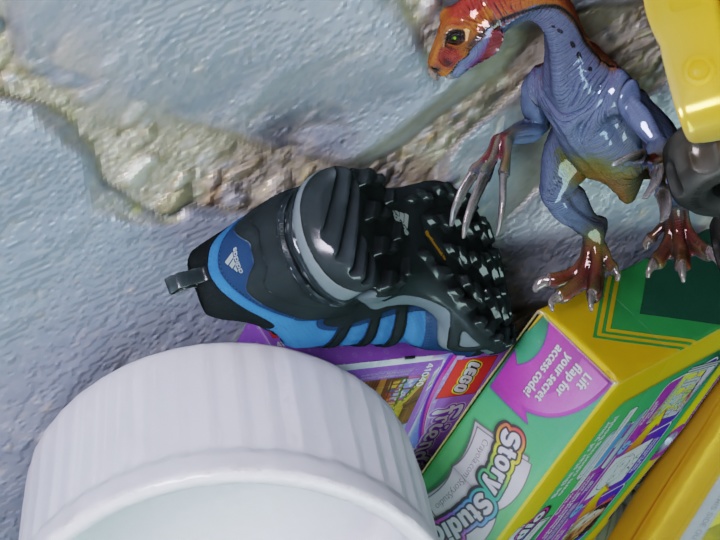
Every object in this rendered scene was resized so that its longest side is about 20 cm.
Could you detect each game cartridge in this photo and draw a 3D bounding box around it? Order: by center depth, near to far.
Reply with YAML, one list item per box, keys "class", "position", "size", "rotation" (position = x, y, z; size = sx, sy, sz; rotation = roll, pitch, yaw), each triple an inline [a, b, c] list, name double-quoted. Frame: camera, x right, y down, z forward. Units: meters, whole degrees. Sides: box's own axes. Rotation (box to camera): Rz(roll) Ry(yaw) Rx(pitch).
- class: "game cartridge"
  position: [0.223, 0.149, 1.386]
  size: [0.175, 0.033, 0.201]
  rotation: [13, 119, -26]

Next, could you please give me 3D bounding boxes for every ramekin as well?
- class: "ramekin"
  position: [-0.059, 0.126, 1.112]
  size: [0.199, 0.098, 0.201]
  rotation: [-4, 132, -4]

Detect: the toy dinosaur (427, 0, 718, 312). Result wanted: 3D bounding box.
- class: "toy dinosaur"
  position: [0.088, -0.068, 1.100]
  size: [0.104, 0.201, 0.182]
  rotation: [-10, 124, 16]

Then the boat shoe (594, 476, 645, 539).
- class: "boat shoe"
  position: [0.177, 0.119, 1.416]
  size: [0.074, 0.067, 0.201]
  rotation: [-25, 147, -16]

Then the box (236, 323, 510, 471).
- class: "box"
  position: [-0.028, 0.097, 1.218]
  size: [0.136, 0.039, 0.201]
  rotation: [-4, 137, -39]

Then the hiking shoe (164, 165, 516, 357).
- class: "hiking shoe"
  position: [0.000, 0.000, 1.104]
  size: [0.086, 0.075, 0.200]
  rotation: [-17, 160, 25]

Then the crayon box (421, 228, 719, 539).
- class: "crayon box"
  position: [0.100, 0.084, 1.265]
  size: [0.172, 0.058, 0.200]
  rotation: [-20, 149, -52]

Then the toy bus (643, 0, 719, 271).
- class: "toy bus"
  position: [0.220, -0.088, 1.039]
  size: [0.191, 0.137, 0.200]
  rotation: [-12, 156, 19]
